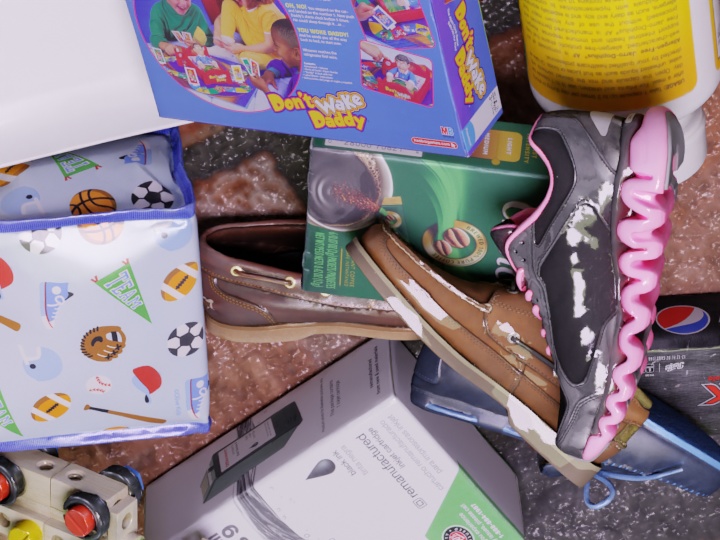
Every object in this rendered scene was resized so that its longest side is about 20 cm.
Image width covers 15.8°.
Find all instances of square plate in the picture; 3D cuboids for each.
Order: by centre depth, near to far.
[{"bbox_3d":[-0.159,-0.162,1.448,0.199,0.028,0.199,-14,123,-16],"label":"square plate"}]

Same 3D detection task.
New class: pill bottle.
[{"bbox_3d":[0.144,-0.148,1.452,0.112,0.113,0.201,-10,123,2],"label":"pill bottle"}]

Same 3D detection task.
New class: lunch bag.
[{"bbox_3d":[-0.195,0.011,1.523,0.199,0.124,0.171,-8,122,-7],"label":"lunch bag"}]

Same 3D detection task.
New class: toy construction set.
[{"bbox_3d":[-0.179,0.166,1.557,0.199,0.092,0.132,10,120,13],"label":"toy construction set"}]

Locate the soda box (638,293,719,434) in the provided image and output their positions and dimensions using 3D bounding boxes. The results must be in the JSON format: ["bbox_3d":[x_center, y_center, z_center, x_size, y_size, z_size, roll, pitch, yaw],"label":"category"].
[{"bbox_3d":[0.234,0.057,1.608,0.199,0.063,0.071,-3,122,-1],"label":"soda box"}]

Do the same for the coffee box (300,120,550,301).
[{"bbox_3d":[0.069,-0.030,1.468,0.199,0.044,0.123,8,137,2],"label":"coffee box"}]

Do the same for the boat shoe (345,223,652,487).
[{"bbox_3d":[0.079,0.032,1.460,0.200,0.072,0.068,42,98,-20],"label":"boat shoe"}]

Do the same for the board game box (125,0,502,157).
[{"bbox_3d":[-0.032,-0.138,1.388,0.199,0.045,0.135,10,132,30],"label":"board game box"}]

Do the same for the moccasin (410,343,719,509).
[{"bbox_3d":[0.122,0.090,1.545,0.200,0.080,0.068,26,101,-5],"label":"moccasin"}]

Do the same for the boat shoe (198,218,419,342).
[{"bbox_3d":[0.000,0.000,1.555,0.199,0.070,0.071,-5,125,0],"label":"boat shoe"}]

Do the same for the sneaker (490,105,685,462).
[{"bbox_3d":[0.115,0.003,1.398,0.095,0.079,0.201,10,106,9],"label":"sneaker"}]

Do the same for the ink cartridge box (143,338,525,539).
[{"bbox_3d":[-0.018,0.156,1.639,0.200,0.084,0.146,-34,116,16],"label":"ink cartridge box"}]
